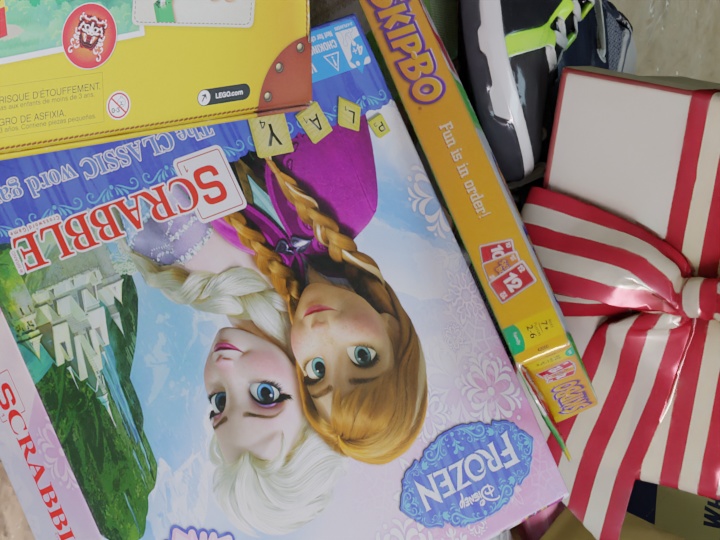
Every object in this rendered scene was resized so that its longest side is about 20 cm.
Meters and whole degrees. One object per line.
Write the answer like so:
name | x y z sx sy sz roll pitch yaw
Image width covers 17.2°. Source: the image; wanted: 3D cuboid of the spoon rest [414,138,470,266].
spoon rest | 0.000 0.000 0.973 0.200 0.061 0.100 -41 167 -47

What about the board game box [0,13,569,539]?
board game box | -0.041 0.028 0.834 0.200 0.041 0.200 -24 88 -41

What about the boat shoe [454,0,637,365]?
boat shoe | 0.067 -0.047 1.072 0.093 0.074 0.201 41 57 -55

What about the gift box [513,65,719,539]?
gift box | 0.172 0.021 1.007 0.187 0.184 0.201 -7 103 -65

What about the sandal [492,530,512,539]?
sandal | 0.031 0.128 1.083 0.203 0.050 0.083 61 32 -45

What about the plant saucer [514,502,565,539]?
plant saucer | 0.122 0.065 1.204 0.200 0.051 0.202 -21 116 -55

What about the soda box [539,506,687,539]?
soda box | 0.164 0.174 1.072 0.064 0.199 0.068 -49 138 -23

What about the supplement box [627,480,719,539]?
supplement box | 0.249 0.050 1.165 0.134 0.199 0.201 -10 106 -56

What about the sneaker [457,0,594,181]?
sneaker | 0.083 -0.136 1.009 0.072 0.082 0.201 84 7 -71

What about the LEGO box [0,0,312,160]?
LEGO box | -0.113 -0.114 0.719 0.199 0.077 0.150 -12 108 -39

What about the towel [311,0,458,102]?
towel | -0.016 -0.151 0.961 0.149 0.031 0.201 -37 130 -45

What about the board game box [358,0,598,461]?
board game box | 0.045 -0.028 0.913 0.096 0.030 0.201 54 16 -70
